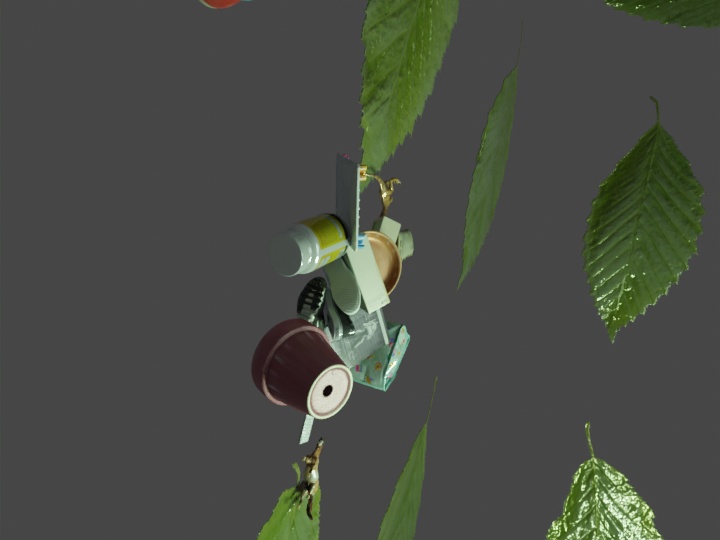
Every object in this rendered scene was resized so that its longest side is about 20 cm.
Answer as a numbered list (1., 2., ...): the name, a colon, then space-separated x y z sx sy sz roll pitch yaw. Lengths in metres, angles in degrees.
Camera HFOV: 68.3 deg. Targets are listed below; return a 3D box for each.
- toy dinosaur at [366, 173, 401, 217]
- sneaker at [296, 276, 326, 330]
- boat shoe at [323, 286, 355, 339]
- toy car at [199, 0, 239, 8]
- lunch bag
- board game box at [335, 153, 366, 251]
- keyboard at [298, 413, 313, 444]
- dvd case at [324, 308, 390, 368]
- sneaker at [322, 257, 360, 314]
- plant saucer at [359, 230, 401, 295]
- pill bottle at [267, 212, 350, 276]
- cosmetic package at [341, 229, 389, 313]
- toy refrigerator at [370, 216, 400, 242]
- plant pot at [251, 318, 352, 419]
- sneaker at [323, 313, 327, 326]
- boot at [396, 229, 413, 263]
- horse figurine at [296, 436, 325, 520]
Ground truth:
1. toy dinosaur: 0.072 -0.240 1.584 0.107 0.059 0.202 -58 148 -32
2. sneaker: -0.122 0.114 1.340 0.090 0.065 0.204 12 94 -67
3. boat shoe: -0.054 0.104 1.348 0.201 0.065 0.071 -118 -151 -61
4. toy car: -0.174 -0.499 0.804 0.184 0.197 0.180 -37 133 -54
5. lunch bag: 0.037 0.248 1.598 0.203 0.168 0.122 -67 156 -19
6. board game box: -0.025 -0.172 1.297 0.200 0.025 0.204 -130 -141 -65
7. keyboard: -0.135 0.382 1.486 0.056 0.010 0.204 22 82 -64
8. dvd case: -0.009 0.178 1.464 0.198 0.016 0.151 -29 114 -29
9. sneaker: -0.044 0.033 1.348 0.082 0.073 0.202 62 4 -58
10. plant saucer: 0.020 -0.012 1.493 0.196 0.037 0.205 -3 97 -21
11. pill bottle: -0.116 -0.060 1.215 0.199 0.112 0.117 -29 127 -58
12. cosmetic package: 0.000 0.000 1.402 0.072 0.103 0.203 -25 113 -16
13. toy refrigerator: 0.048 -0.053 1.579 0.069 0.076 0.204 22 78 -21
14. plant pot: -0.119 0.234 1.199 0.198 0.178 0.204 -19 121 -36
15. sneaker: -0.081 0.165 1.459 0.114 0.072 0.204 31 77 -43
16. boot: 0.121 -0.036 1.765 0.154 0.071 0.204 -17 115 -64
17. horse figurine: -0.142 0.590 1.505 0.132 0.049 0.204 8 86 -81
